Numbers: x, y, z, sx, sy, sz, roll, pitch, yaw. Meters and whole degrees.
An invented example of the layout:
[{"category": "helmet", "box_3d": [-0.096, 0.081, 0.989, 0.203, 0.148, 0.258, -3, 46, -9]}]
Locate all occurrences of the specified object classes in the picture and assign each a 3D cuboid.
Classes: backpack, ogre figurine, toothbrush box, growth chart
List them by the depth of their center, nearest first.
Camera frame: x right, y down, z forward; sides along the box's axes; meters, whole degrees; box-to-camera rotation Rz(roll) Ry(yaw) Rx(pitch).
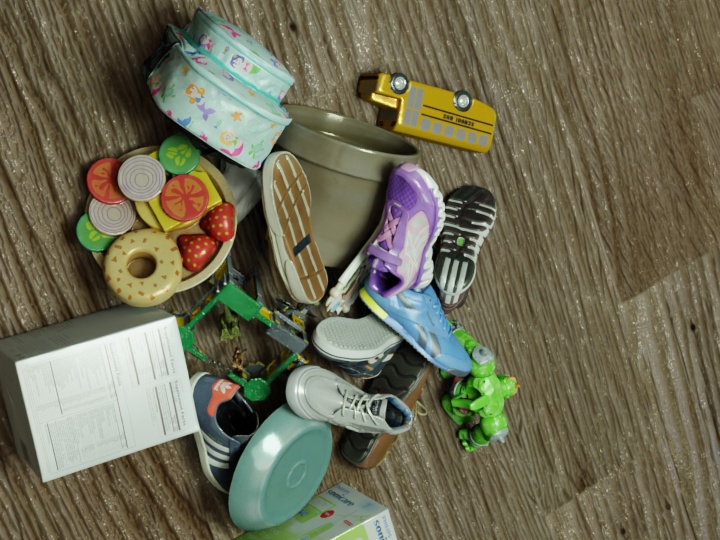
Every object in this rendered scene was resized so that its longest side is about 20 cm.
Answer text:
[{"category": "backpack", "box_3d": [-0.169, -0.217, 1.511, 0.177, 0.200, 0.151, 32, 107, -26]}, {"category": "growth chart", "box_3d": [0.000, 0.000, 1.670, 0.018, 0.200, 0.145, 34, 83, 7]}, {"category": "toothbrush box", "box_3d": [-0.065, 0.385, 1.687, 0.199, 0.145, 0.087, -22, 105, -23]}, {"category": "ogre figurine", "box_3d": [0.164, 0.175, 1.796, 0.097, 0.120, 0.202, 1, 96, -27]}]

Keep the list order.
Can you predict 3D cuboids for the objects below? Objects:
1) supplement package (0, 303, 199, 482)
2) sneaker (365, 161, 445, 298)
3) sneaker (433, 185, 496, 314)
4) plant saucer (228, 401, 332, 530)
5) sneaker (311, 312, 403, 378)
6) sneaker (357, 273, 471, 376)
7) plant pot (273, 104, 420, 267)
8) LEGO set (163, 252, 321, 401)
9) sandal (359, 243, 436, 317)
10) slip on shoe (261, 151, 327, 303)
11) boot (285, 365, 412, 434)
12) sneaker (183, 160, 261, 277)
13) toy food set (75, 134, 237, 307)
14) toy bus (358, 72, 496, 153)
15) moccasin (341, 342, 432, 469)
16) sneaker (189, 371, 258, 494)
[{"category": "supplement package", "box_3d": [-0.327, 0.142, 1.520, 0.198, 0.151, 0.152, -16, 103, -25]}, {"category": "sneaker", "box_3d": [0.048, -0.041, 1.554, 0.088, 0.080, 0.202, -31, 142, -33]}, {"category": "sneaker", "box_3d": [0.140, -0.022, 1.796, 0.075, 0.116, 0.201, 18, 53, 7]}, {"category": "plant saucer", "box_3d": [-0.096, 0.267, 1.661, 0.200, 0.036, 0.202, -37, 140, -38]}, {"category": "sneaker", "box_3d": [-0.007, 0.110, 1.686, 0.199, 0.078, 0.080, -6, 132, -56]}, {"category": "sneaker", "box_3d": [0.091, 0.065, 1.700, 0.200, 0.066, 0.078, 42, 103, -12]}, {"category": "plant pot", "box_3d": [-0.038, -0.105, 1.636, 0.198, 0.200, 0.175, 8, 108, -28]}, {"category": "LEGO set", "box_3d": [-0.161, 0.064, 1.643, 0.199, 0.116, 0.154, 29, 112, -23]}, {"category": "sandal", "box_3d": [0.069, -0.011, 1.752, 0.201, 0.045, 0.075, -60, 153, -4]}, {"category": "slip on shoe", "box_3d": [-0.095, -0.053, 1.555, 0.076, 0.060, 0.202, -41, 126, -41]}, {"category": "boot", "box_3d": [-0.008, 0.172, 1.634, 0.199, 0.095, 0.074, 26, 68, -54]}, {"category": "sneaker", "box_3d": [-0.208, -0.068, 1.613, 0.088, 0.075, 0.201, 40, 72, -12]}, {"category": "toy food set", "box_3d": [-0.255, -0.067, 1.551, 0.199, 0.049, 0.199, -30, 80, -10]}, {"category": "toy bus", "box_3d": [0.093, -0.224, 1.745, 0.198, 0.065, 0.079, 10, 93, -28]}, {"category": "moccasin", "box_3d": [0.049, 0.193, 1.765, 0.078, 0.073, 0.203, 31, 83, -59]}, {"category": "sneaker", "box_3d": [-0.166, 0.223, 1.625, 0.075, 0.084, 0.201, -56, 139, -41]}]
